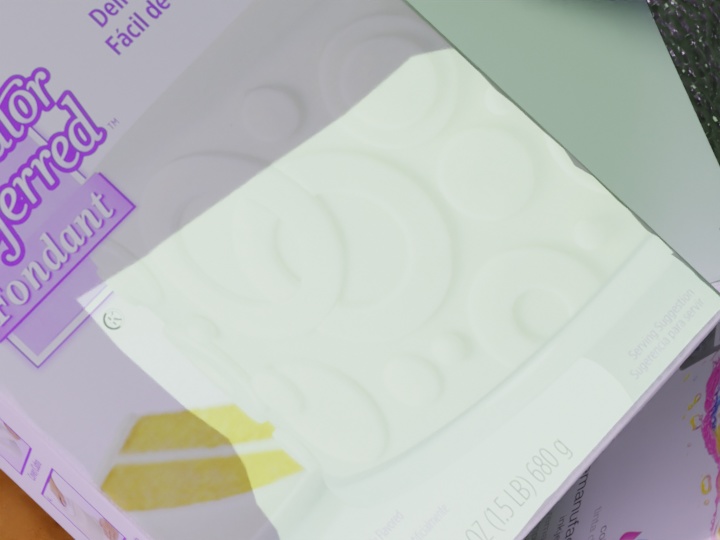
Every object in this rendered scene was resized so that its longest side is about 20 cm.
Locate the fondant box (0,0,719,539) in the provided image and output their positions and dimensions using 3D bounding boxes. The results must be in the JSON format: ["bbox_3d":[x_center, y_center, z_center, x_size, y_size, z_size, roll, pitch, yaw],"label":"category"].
[{"bbox_3d":[-0.032,-0.003,0.740,0.200,0.058,0.144,43,71,4],"label":"fondant box"}]

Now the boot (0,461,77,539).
[{"bbox_3d":[-0.108,0.041,0.777,0.201,0.071,0.145,-25,89,-46],"label":"boot"}]

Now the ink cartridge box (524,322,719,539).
[{"bbox_3d":[0.149,0.058,0.999,0.085,0.200,0.148,36,48,-19],"label":"ink cartridge box"}]

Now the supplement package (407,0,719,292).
[{"bbox_3d":[0.000,0.000,0.896,0.113,0.200,0.110,-13,76,-43],"label":"supplement package"}]
